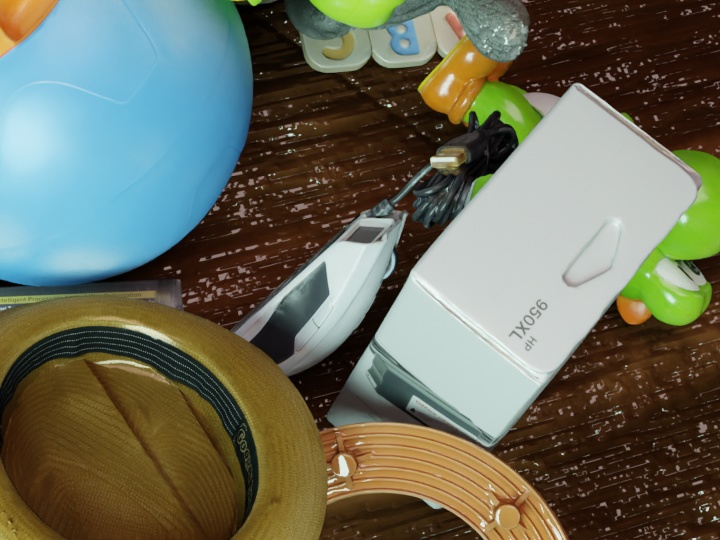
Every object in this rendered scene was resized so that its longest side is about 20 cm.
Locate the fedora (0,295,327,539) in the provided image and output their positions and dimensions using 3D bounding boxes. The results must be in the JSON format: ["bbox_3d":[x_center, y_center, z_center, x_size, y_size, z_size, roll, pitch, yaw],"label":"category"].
[{"bbox_3d":[-0.114,0.102,0.971,0.200,0.082,0.201,10,45,-10],"label":"fedora"}]

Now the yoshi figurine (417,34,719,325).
[{"bbox_3d":[0.135,-0.063,1.154,0.200,0.112,0.112,45,58,5],"label":"yoshi figurine"}]

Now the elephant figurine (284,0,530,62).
[{"bbox_3d":[-0.003,-0.189,1.139,0.141,0.155,0.200,22,54,-29],"label":"elephant figurine"}]

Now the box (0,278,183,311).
[{"bbox_3d":[-0.183,0.088,1.045,0.200,0.049,0.161,-3,70,-14],"label":"box"}]

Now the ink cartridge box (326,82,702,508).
[{"bbox_3d":[0.073,0.017,1.050,0.084,0.200,0.145,38,64,5],"label":"ink cartridge box"}]

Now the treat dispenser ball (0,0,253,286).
[{"bbox_3d":[-0.155,-0.092,1.045,0.201,0.201,0.201,5,66,-11],"label":"treat dispenser ball"}]

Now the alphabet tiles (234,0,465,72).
[{"bbox_3d":[0.008,-0.210,1.238,0.200,0.015,0.196,-6,69,-16],"label":"alphabet tiles"}]

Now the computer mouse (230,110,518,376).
[{"bbox_3d":[0.000,0.000,1.067,0.044,0.200,0.110,47,23,-4],"label":"computer mouse"}]

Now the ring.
[{"bbox_3d":[0.011,0.173,1.012,0.200,0.019,0.201,0,96,2],"label":"ring"}]

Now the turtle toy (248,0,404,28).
[{"bbox_3d":[-0.046,-0.198,1.016,0.101,0.146,0.200,-30,118,6],"label":"turtle toy"}]
